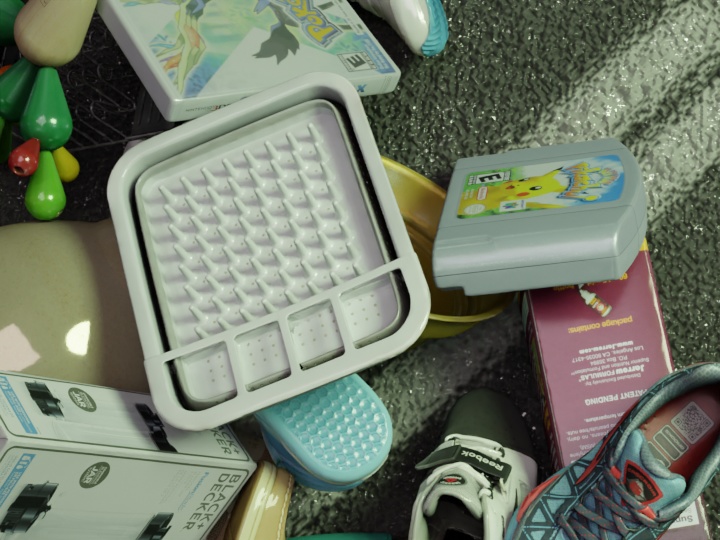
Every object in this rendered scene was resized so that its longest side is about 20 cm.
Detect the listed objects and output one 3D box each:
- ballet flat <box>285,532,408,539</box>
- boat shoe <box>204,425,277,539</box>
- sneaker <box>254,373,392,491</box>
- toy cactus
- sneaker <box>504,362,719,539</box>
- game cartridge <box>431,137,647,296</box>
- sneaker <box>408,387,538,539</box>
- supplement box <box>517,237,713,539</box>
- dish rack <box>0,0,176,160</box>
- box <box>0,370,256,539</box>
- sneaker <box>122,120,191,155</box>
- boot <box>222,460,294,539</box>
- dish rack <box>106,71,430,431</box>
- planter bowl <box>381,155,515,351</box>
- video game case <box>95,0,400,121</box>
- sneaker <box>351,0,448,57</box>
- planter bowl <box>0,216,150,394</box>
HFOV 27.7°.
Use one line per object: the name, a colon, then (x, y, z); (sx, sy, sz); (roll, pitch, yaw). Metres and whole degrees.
ballet flat: (0.030, 0.200, 0.973); (0.198, 0.067, 0.068); (-10, 84, 4)
boat shoe: (-0.108, 0.205, 0.984); (0.064, 0.071, 0.202); (22, 91, -8)
sneaker: (-0.060, 0.068, 0.950); (0.079, 0.131, 0.200); (-36, 75, -12)
toy cactus: (-0.230, -0.136, 0.968); (0.165, 0.102, 0.201); (-49, 44, 35)
sneaker: (0.150, 0.124, 0.841); (0.079, 0.096, 0.200); (39, 82, 14)
game cartridge: (0.121, -0.041, 0.958); (0.132, 0.200, 0.041); (-3, 112, 10)
sneaker: (0.070, 0.143, 0.912); (0.073, 0.089, 0.201); (3, 49, 12)
supplement box: (0.163, 0.092, 0.955); (0.085, 0.110, 0.202); (-11, 75, 3)
dish rack: (-0.196, -0.158, 1.063); (0.199, 0.054, 0.155); (-4, 73, 38)
box: (-0.169, 0.129, 0.864); (0.117, 0.199, 0.060); (-53, 54, 15)
sneaker: (-0.084, -0.129, 1.074); (0.111, 0.073, 0.201); (26, 89, 10)
boot: (-0.019, 0.230, 0.918); (0.154, 0.073, 0.202); (10, 83, -6)
dish rack: (-0.055, -0.009, 0.873); (0.170, 0.044, 0.201); (-22, 62, 7)
planter bowl: (0.000, 0.000, 0.995); (0.200, 0.200, 0.084); (36, 120, 15)
video game case: (-0.094, -0.185, 0.991); (0.181, 0.022, 0.201); (-12, 56, -35)
sneaker: (-0.002, -0.231, 1.088); (0.080, 0.077, 0.201); (-33, 66, 6)
planter bowl: (-0.187, 0.046, 0.972); (0.134, 0.200, 0.201); (-31, 73, -3)
